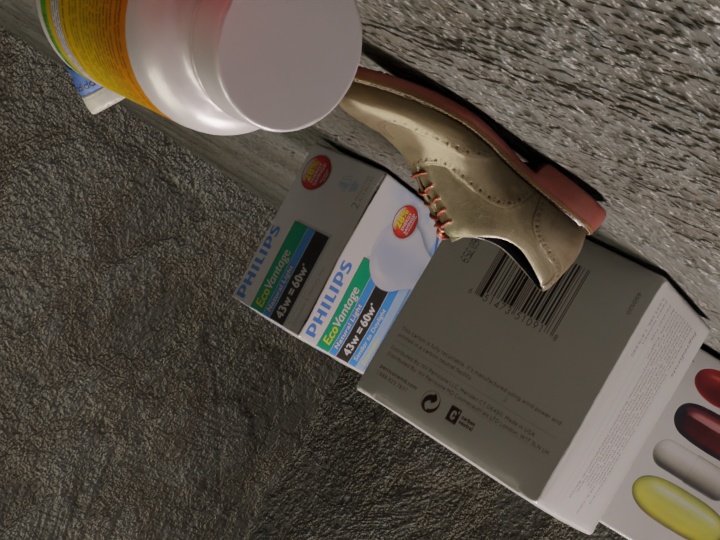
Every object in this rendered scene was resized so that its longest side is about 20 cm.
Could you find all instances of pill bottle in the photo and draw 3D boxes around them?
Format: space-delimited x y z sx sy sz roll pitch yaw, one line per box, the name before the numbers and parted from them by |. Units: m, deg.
pill bottle | -0.086 -0.134 0.677 0.111 0.112 0.199 32 178 -39

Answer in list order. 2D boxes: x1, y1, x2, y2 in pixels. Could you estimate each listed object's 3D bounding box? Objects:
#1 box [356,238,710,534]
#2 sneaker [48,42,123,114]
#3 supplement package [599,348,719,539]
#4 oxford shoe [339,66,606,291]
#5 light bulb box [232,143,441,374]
box | 0.141 0.072 1.053 0.198 0.201 0.130 29 177 37
sneaker | -0.290 -0.255 1.458 0.112 0.076 0.200 61 -164 -16
supplement package | 0.302 0.175 1.260 0.199 0.193 0.147 30 179 0
oxford shoe | 0.061 -0.060 0.826 0.199 0.075 0.070 32 179 -5
light bulb box | 0.000 0.000 1.425 0.124 0.200 0.199 26 176 44
